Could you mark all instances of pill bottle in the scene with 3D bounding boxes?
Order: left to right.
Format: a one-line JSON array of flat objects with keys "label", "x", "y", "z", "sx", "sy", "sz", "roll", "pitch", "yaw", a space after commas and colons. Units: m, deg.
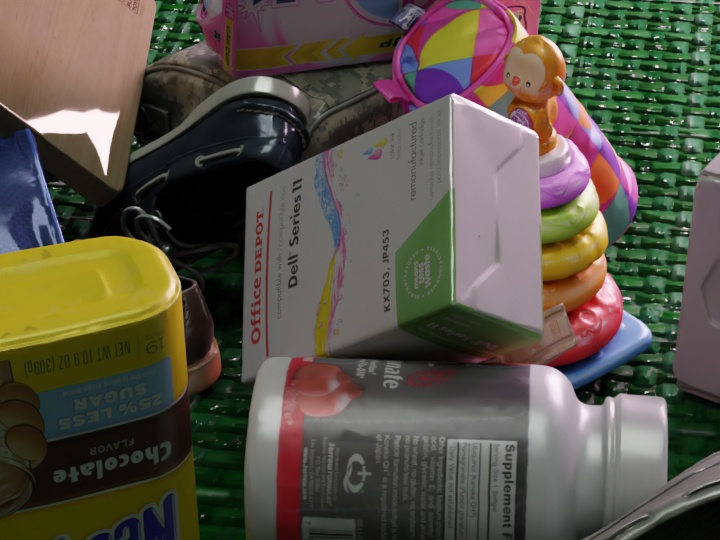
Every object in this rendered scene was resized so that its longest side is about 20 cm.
[{"label": "pill bottle", "x": 0.048, "y": 0.100, "z": 1.089, "sx": 0.200, "sy": 0.111, "sz": 0.111, "roll": 2, "pitch": 33, "yaw": 4}]

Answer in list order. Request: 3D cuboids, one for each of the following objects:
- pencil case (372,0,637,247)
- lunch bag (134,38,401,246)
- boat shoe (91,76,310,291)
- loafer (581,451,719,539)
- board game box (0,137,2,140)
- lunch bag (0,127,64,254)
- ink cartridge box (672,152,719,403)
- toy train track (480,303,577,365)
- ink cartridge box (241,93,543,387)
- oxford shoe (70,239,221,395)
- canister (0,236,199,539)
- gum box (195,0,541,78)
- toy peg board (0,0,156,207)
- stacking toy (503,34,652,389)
[{"label": "pencil case", "x": 0.088, "y": -0.080, "z": 1.296, "sx": 0.088, "sy": 0.200, "sz": 0.088, "roll": -17, "pitch": 54, "yaw": 25}, {"label": "lunch bag", "x": -0.023, "y": -0.104, "z": 1.377, "sx": 0.168, "sy": 0.139, "sz": 0.200, "roll": 33, "pitch": 47, "yaw": 32}, {"label": "boat shoe", "x": -0.096, "y": -0.035, "z": 1.268, "sx": 0.075, "sy": 0.200, "sz": 0.062, "roll": 31, "pitch": 47, "yaw": -27}, {"label": "loafer", "x": 0.114, "y": 0.150, "z": 0.997, "sx": 0.200, "sy": 0.070, "sz": 0.070, "roll": -40, "pitch": 3, "yaw": -10}, {"label": "board game box", "x": -0.301, "y": -0.112, "z": 1.320, "sx": 0.152, "sy": 0.045, "sz": 0.200, "roll": 45, "pitch": 36, "yaw": 12}, {"label": "lunch bag", "x": -0.210, "y": 0.038, "z": 1.121, "sx": 0.132, "sy": 0.200, "sz": 0.136, "roll": -13, "pitch": 53, "yaw": -11}, {"label": "ink cartridge box", "x": 0.260, "y": -0.026, "z": 1.245, "sx": 0.084, "sy": 0.146, "sz": 0.200, "roll": 20, "pitch": 39, "yaw": 26}, {"label": "toy train track", "x": 0.052, "y": 0.012, "z": 1.179, "sx": 0.033, "sy": 0.115, "sz": 0.200, "roll": -6, "pitch": 71, "yaw": -36}, {"label": "ink cartridge box", "x": 0.000, "y": 0.000, "z": 1.154, "sx": 0.067, "sy": 0.200, "sz": 0.117, "roll": 19, "pitch": 61, "yaw": -38}, {"label": "oxford shoe", "x": -0.167, "y": 0.008, "z": 1.271, "sx": 0.200, "sy": 0.073, "sz": 0.071, "roll": 14, "pitch": 36, "yaw": 23}, {"label": "canister", "x": -0.146, "y": 0.094, "z": 1.021, "sx": 0.148, "sy": 0.200, "sz": 0.087, "roll": -12, "pitch": 33, "yaw": -16}, {"label": "gum box", "x": 0.005, "y": -0.183, "z": 1.275, "sx": 0.200, "sy": 0.114, "sz": 0.066, "roll": -9, "pitch": 40, "yaw": -17}, {"label": "toy peg board", "x": -0.234, "y": -0.135, "z": 1.304, "sx": 0.098, "sy": 0.199, "sz": 0.200, "roll": -37, "pitch": 29, "yaw": 29}, {"label": "stacking toy", "x": 0.092, "y": -0.036, "z": 1.215, "sx": 0.110, "sy": 0.200, "sz": 0.116, "roll": -23, "pitch": 39, "yaw": -30}]
